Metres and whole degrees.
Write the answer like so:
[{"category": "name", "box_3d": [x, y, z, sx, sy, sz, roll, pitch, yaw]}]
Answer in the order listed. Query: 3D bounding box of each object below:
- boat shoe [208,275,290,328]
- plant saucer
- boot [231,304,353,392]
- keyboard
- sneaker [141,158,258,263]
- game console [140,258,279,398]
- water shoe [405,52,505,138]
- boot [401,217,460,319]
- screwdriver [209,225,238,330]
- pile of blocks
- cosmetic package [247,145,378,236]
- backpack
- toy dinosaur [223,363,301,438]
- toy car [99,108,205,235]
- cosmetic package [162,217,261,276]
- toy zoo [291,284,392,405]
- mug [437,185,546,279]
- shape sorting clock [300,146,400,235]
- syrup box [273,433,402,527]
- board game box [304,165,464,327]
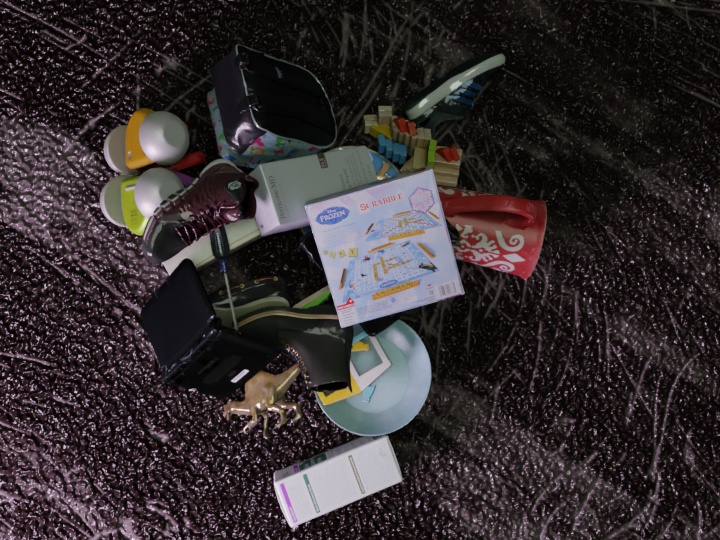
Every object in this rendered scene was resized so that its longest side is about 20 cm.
[{"category": "boat shoe", "box_3d": [-0.214, 0.060, 1.376, 0.200, 0.074, 0.063, -13, 50, 4]}, {"category": "plant saucer", "box_3d": [0.020, 0.173, 1.389, 0.199, 0.039, 0.203, -1, 80, 8]}, {"category": "boot", "box_3d": [-0.107, 0.132, 1.318, 0.198, 0.078, 0.139, -8, 61, 9]}, {"category": "keyboard", "box_3d": [0.000, 0.000, 1.319, 0.104, 0.040, 0.201, -33, 103, 13]}, {"category": "sneaker", "box_3d": [-0.227, -0.080, 1.234, 0.115, 0.076, 0.200, 24, 67, 36]}, {"category": "game console", "box_3d": [-0.241, 0.097, 1.315, 0.175, 0.200, 0.117, 21, 51, -26]}, {"category": "water shoe", "box_3d": [0.170, -0.303, 1.444, 0.199, 0.072, 0.079, -32, 112, -3]}, {"category": "boot", "box_3d": [0.088, -0.018, 1.344, 0.173, 0.069, 0.200, -25, 118, 30]}, {"category": "screwdriver", "box_3d": [-0.211, 0.020, 1.299, 0.029, 0.028, 0.202, -10, 95, -38]}, {"category": "pile of blocks", "box_3d": [0.083, -0.212, 1.393, 0.199, 0.062, 0.082, 30, 61, 12]}, {"category": "cosmetic package", "box_3d": [-0.072, -0.128, 1.322, 0.199, 0.074, 0.102, -17, 86, -33]}, {"category": "backpack", "box_3d": [-0.140, -0.251, 1.342, 0.199, 0.150, 0.179, 2, 64, -42]}, {"category": "toy dinosaur", "box_3d": [-0.140, 0.203, 1.345, 0.199, 0.058, 0.102, -34, 74, 9]}, {"category": "toy car", "box_3d": [-0.319, -0.153, 1.342, 0.149, 0.174, 0.202, 8, 81, -44]}, {"category": "cosmetic package", "box_3d": [-0.229, -0.060, 1.358, 0.199, 0.104, 0.073, -29, 92, -6]}, {"category": "toy zoo", "box_3d": [-0.036, 0.129, 1.375, 0.131, 0.020, 0.201, -30, 76, 3]}, {"category": "mug", "box_3d": [0.199, -0.088, 1.382, 0.198, 0.178, 0.134, 12, 43, -1]}, {"category": "shape sorting clock", "box_3d": [-0.013, -0.113, 1.417, 0.198, 0.039, 0.202, 0, 87, -7]}, {"category": "syrup box", "box_3d": [-0.039, 0.338, 1.367, 0.198, 0.079, 0.082, -20, 90, -7]}, {"category": "board game box", "box_3d": [0.038, -0.035, 1.264, 0.198, 0.041, 0.201, -15, 106, 3]}]
